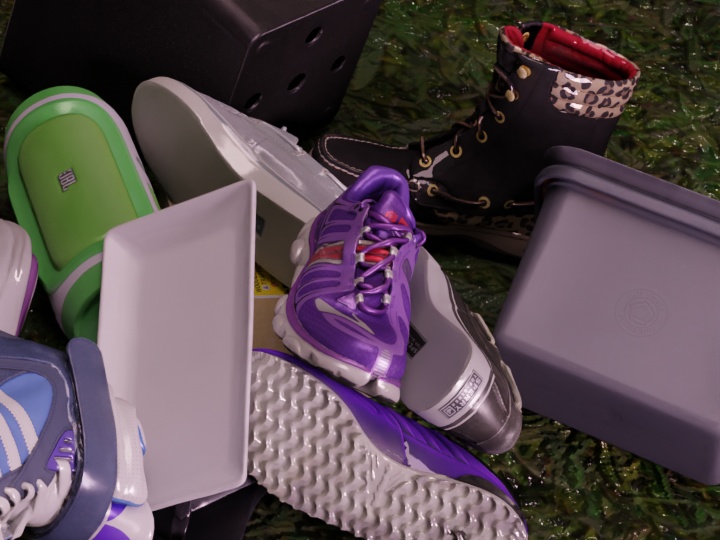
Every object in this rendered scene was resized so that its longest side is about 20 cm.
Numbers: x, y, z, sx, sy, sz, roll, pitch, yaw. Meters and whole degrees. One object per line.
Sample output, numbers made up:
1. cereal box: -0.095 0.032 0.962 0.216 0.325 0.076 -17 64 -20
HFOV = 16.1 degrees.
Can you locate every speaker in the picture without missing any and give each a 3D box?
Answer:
1. speaker: -0.167 -0.030 1.590 0.088 0.089 0.200 -4 39 -20

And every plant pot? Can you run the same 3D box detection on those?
1. plant pot: -0.100 -0.182 1.735 0.177 0.200 0.199 43 45 20

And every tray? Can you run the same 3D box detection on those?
1. tray: -0.101 0.049 1.433 0.107 0.022 0.201 -18 52 24

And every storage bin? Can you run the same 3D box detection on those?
1. storage bin: 0.175 0.039 1.566 0.199 0.146 0.135 23 65 15

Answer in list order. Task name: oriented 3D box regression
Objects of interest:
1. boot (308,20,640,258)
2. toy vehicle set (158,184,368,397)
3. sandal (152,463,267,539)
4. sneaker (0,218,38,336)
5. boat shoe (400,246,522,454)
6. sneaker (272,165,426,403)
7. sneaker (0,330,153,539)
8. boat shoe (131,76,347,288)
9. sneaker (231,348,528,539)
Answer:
1. boot: 0.076 -0.093 1.667 0.199 0.151 0.073 16 33 -9
2. toy vehicle set: -0.052 0.008 1.618 0.123 0.027 0.201 0 38 -16
3. sandal: -0.083 0.113 1.456 0.076 0.043 0.200 22 38 15
4. sneaker: -0.245 0.026 1.489 0.099 0.075 0.201 17 33 -10
5. boat shoe: 0.044 0.050 1.515 0.064 0.071 0.200 42 10 -26
6. sneaker: 0.000 0.000 1.462 0.080 0.084 0.200 26 27 -17
7. sneaker: -0.171 0.118 1.315 0.146 0.081 0.201 31 35 -14
8. boat shoe: -0.065 -0.058 1.629 0.071 0.070 0.201 -21 53 -43
9. sneaker: 0.009 0.110 1.453 0.199 0.070 0.100 34 13 4
